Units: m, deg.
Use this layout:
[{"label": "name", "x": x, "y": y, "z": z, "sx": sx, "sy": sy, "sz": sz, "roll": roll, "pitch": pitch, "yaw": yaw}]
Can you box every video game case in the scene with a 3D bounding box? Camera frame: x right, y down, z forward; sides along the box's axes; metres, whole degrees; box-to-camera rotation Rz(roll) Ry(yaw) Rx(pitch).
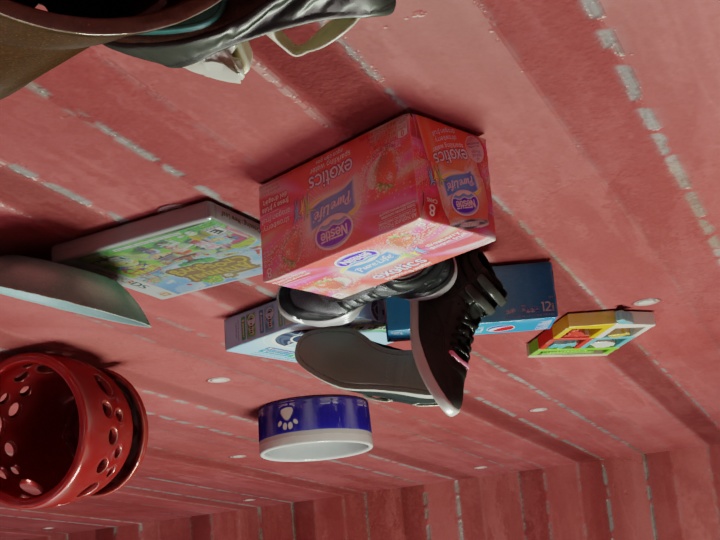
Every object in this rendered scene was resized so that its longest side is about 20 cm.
[{"label": "video game case", "x": -0.181, "y": -0.016, "z": 1.255, "sx": 0.198, "sy": 0.022, "sz": 0.181, "roll": -14, "pitch": 161, "yaw": 27}]

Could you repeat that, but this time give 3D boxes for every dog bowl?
[{"label": "dog bowl", "x": -0.079, "y": 0.275, "z": 2.121, "sx": 0.197, "sy": 0.080, "sz": 0.200, "roll": -5, "pitch": 163, "yaw": -2}]

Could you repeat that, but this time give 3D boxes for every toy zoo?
[{"label": "toy zoo", "x": 0.328, "y": 0.088, "z": 1.730, "sx": 0.129, "sy": 0.021, "sz": 0.200, "roll": -1, "pitch": 162, "yaw": -13}]

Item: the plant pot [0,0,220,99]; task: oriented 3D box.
[{"label": "plant pot", "x": -0.161, "y": -0.167, "z": 0.518, "sx": 0.198, "sy": 0.204, "sz": 0.197, "roll": 7, "pitch": 167, "yaw": -33}]

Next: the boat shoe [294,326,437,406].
[{"label": "boat shoe", "x": 0.019, "y": 0.120, "z": 1.442, "sx": 0.197, "sy": 0.076, "sz": 0.060, "roll": 16, "pitch": 159, "yaw": 15}]

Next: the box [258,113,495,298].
[{"label": "box", "x": 0.010, "y": -0.051, "z": 1.070, "sx": 0.102, "sy": 0.096, "sz": 0.199, "roll": 13, "pitch": 155, "yaw": -43}]

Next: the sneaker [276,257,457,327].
[{"label": "sneaker", "x": 0.000, "y": 0.000, "z": 1.275, "sx": 0.197, "sy": 0.077, "sz": 0.114, "roll": -13, "pitch": 162, "yaw": 5}]

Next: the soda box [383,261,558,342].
[{"label": "soda box", "x": 0.126, "y": 0.037, "z": 1.431, "sx": 0.197, "sy": 0.069, "sz": 0.064, "roll": -4, "pitch": 165, "yaw": -1}]

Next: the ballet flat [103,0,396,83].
[{"label": "ballet flat", "x": -0.068, "y": -0.153, "z": 0.749, "sx": 0.197, "sy": 0.069, "sz": 0.069, "roll": -11, "pitch": 131, "yaw": 21}]

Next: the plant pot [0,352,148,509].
[{"label": "plant pot", "x": -0.397, "y": 0.214, "z": 1.655, "sx": 0.198, "sy": 0.204, "sz": 0.182, "roll": -12, "pitch": 170, "yaw": 23}]

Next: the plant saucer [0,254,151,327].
[{"label": "plant saucer", "x": -0.304, "y": 0.016, "z": 1.238, "sx": 0.198, "sy": 0.039, "sz": 0.201, "roll": 14, "pitch": 172, "yaw": 2}]

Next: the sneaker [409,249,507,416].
[{"label": "sneaker", "x": 0.110, "y": 0.055, "z": 1.312, "sx": 0.098, "sy": 0.202, "sz": 0.071, "roll": -25, "pitch": 135, "yaw": 23}]

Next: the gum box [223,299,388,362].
[{"label": "gum box", "x": -0.043, "y": 0.069, "z": 1.526, "sx": 0.199, "sy": 0.045, "sz": 0.169, "roll": -21, "pitch": 156, "yaw": 40}]
